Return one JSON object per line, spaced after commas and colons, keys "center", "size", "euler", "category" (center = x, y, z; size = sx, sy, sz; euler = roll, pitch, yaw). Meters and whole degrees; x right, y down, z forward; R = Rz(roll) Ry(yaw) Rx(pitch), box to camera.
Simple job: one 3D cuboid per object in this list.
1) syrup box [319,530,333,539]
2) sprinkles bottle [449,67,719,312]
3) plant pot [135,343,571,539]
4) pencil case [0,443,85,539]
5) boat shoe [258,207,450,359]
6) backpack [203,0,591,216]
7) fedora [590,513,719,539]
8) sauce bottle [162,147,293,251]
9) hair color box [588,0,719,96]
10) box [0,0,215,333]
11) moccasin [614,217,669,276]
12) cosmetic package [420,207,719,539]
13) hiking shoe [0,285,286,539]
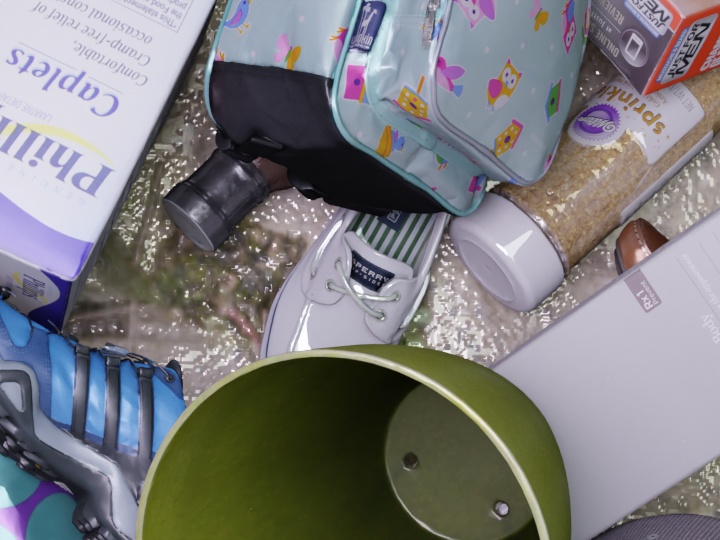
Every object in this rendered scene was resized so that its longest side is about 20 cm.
{"center": [-0.043, 0.171, 0.920], "size": [0.200, 0.081, 0.079], "euler": [44, 77, 1], "category": "syrup box"}
{"center": [0.142, -0.064, 1.003], "size": [0.200, 0.068, 0.068], "euler": [-42, 89, -15], "category": "sprinkles bottle"}
{"center": [0.023, 0.112, 0.821], "size": [0.186, 0.200, 0.188], "euler": [3, 98, 19], "category": "plant pot"}
{"center": [-0.173, 0.162, 0.895], "size": [0.085, 0.092, 0.201], "euler": [-10, 79, -45], "category": "pencil case"}
{"center": [0.000, 0.000, 0.966], "size": [0.073, 0.067, 0.201], "euler": [23, 77, -5], "category": "boat shoe"}
{"center": [0.027, -0.140, 0.872], "size": [0.153, 0.176, 0.201], "euler": [1, 77, 31], "category": "backpack"}
{"center": [0.147, 0.194, 0.910], "size": [0.200, 0.090, 0.177], "euler": [-32, 115, 20], "category": "fedora"}
{"center": [-0.026, -0.093, 0.979], "size": [0.065, 0.065, 0.200], "euler": [44, 74, 0], "category": "sauce bottle"}
{"center": [0.201, -0.179, 0.986], "size": [0.199, 0.064, 0.111], "euler": [-23, 63, -32], "category": "hair color box"}
{"center": [-0.152, -0.087, 0.894], "size": [0.105, 0.184, 0.201], "euler": [25, 76, -6], "category": "box"}
{"center": [0.230, 0.033, 0.988], "size": [0.201, 0.074, 0.078], "euler": [37, 118, -1], "category": "moccasin"}
{"center": [0.143, 0.061, 0.927], "size": [0.200, 0.090, 0.107], "euler": [-38, 85, 14], "category": "cosmetic package"}
{"center": [-0.131, 0.063, 0.851], "size": [0.087, 0.074, 0.200], "euler": [-44, 102, -23], "category": "hiking shoe"}
